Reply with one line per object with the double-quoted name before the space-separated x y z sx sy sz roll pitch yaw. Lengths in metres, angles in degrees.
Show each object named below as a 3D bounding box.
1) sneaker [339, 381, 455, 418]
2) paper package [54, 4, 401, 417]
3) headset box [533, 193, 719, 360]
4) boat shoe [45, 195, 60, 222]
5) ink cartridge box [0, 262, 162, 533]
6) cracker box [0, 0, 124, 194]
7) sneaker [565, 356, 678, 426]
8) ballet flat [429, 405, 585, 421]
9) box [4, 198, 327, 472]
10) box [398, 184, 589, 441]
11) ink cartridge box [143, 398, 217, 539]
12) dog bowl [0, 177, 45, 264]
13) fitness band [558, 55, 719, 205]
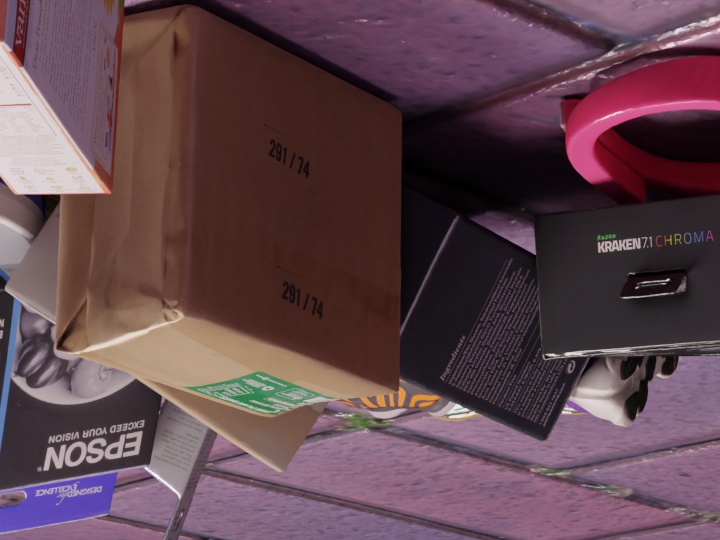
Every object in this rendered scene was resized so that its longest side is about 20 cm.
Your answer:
"sneaker" 0.005 0.073 1.929 0.111 0.078 0.200 9 161 -24
"paper package" -0.073 -0.028 1.438 0.103 0.192 0.199 -11 160 35
"headset box" 0.224 0.004 1.561 0.173 0.094 0.199 -6 175 33
"boat shoe" -0.264 -0.020 1.693 0.198 0.075 0.066 1 175 8
"ink cartridge box" -0.216 0.091 1.589 0.197 0.201 0.043 -7 -150 -38
"cracker box" -0.165 -0.132 1.214 0.057 0.135 0.200 0 162 8
"sneaker" 0.170 0.040 1.726 0.083 0.081 0.200 6 -161 21
"ballet flat" 0.141 0.079 1.989 0.199 0.069 0.063 -4 -171 26
"box" -0.112 0.037 1.549 0.200 0.078 0.095 38 173 -40
"box" 0.040 0.013 1.601 0.148 0.108 0.200 28 -178 38
"ink cartridge box" -0.117 0.099 1.764 0.043 0.201 0.196 23 175 0
"dog bowl" -0.294 -0.053 1.561 0.198 0.079 0.200 2 163 1
"fitness band" 0.202 -0.078 1.508 0.143 0.038 0.200 -7 161 26
